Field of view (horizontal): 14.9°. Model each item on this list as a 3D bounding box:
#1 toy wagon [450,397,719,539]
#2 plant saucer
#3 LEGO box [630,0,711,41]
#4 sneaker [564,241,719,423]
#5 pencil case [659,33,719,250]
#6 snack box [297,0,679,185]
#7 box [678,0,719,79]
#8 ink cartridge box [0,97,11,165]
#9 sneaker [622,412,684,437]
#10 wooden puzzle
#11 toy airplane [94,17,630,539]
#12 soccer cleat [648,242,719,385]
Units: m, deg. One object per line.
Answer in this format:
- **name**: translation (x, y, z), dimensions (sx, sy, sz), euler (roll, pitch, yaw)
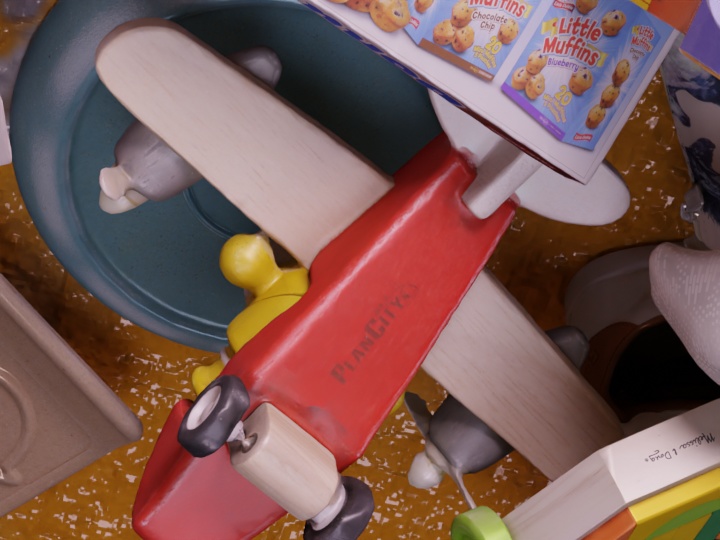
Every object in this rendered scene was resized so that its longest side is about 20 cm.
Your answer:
- **toy wagon**: translation (0.097, 0.108, 1.046), dimensions (0.154, 0.040, 0.200), euler (-20, 156, -21)
- **plant saucer**: translation (-0.038, -0.042, 1.067), dimensions (0.198, 0.028, 0.201), euler (0, 125, 0)
- **LEGO box**: translation (0.185, -0.157, 0.900), dimensions (0.148, 0.077, 0.201), euler (17, 105, -32)
- **sneaker**: translation (0.181, 0.020, 1.075), dimensions (0.199, 0.085, 0.073), euler (-17, 121, 9)
- **pencil case**: translation (0.137, -0.090, 1.003), dimensions (0.089, 0.078, 0.201), euler (-25, 122, -2)
- **snack box**: translation (0.014, -0.110, 0.917), dimensions (0.199, 0.024, 0.072), euler (32, 88, -19)
- **box**: translation (0.189, -0.095, 0.861), dimensions (0.199, 0.041, 0.120), euler (18, 104, -29)
- **ink cartridge box**: translation (-0.231, -0.080, 0.956), dimensions (0.198, 0.117, 0.068), euler (-12, 162, -7)
- **sneaker**: translation (0.185, 0.093, 1.127), dimensions (0.198, 0.081, 0.077), euler (-1, 126, 2)
- **wooden puzzle**: translation (-0.214, 0.039, 1.114), dimensions (0.199, 0.046, 0.185), euler (-28, 119, 23)
- **toy airplane**: translation (0.000, 0.000, 1.013), dimensions (0.198, 0.141, 0.202), euler (-8, 98, -19)
- **soccer cleat**: translation (0.189, -0.023, 0.973), dimensions (0.199, 0.086, 0.070), euler (-27, 137, -25)
